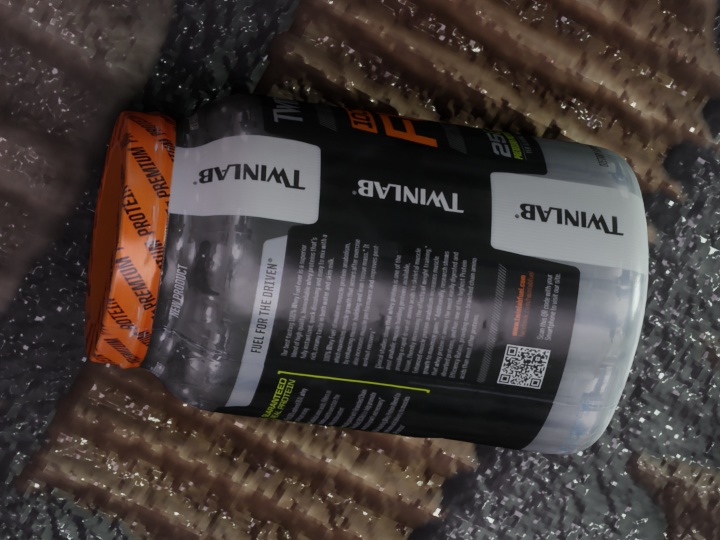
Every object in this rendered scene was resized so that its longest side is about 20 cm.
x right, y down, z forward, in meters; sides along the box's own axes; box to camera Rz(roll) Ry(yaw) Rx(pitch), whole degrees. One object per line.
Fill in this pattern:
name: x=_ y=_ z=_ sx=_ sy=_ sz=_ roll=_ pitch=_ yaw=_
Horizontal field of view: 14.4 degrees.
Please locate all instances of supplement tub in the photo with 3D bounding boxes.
supplement tub: x=0.000 y=0.000 z=1.089 sx=0.199 sy=0.123 sz=0.123 roll=8 pitch=113 yaw=-12
